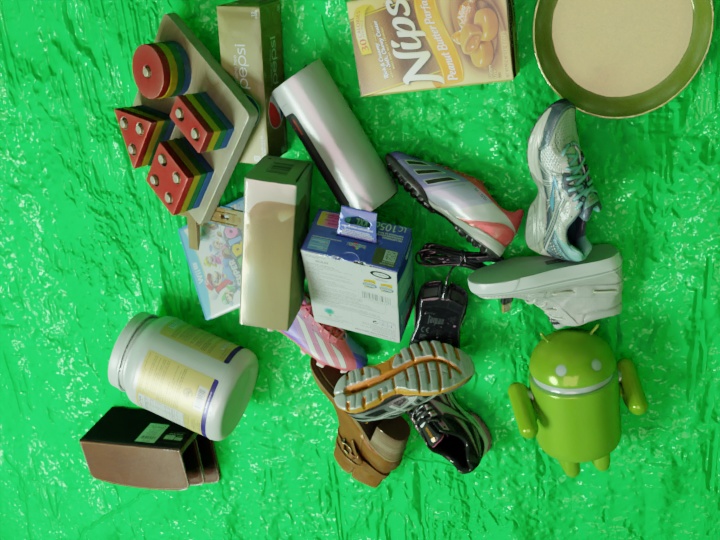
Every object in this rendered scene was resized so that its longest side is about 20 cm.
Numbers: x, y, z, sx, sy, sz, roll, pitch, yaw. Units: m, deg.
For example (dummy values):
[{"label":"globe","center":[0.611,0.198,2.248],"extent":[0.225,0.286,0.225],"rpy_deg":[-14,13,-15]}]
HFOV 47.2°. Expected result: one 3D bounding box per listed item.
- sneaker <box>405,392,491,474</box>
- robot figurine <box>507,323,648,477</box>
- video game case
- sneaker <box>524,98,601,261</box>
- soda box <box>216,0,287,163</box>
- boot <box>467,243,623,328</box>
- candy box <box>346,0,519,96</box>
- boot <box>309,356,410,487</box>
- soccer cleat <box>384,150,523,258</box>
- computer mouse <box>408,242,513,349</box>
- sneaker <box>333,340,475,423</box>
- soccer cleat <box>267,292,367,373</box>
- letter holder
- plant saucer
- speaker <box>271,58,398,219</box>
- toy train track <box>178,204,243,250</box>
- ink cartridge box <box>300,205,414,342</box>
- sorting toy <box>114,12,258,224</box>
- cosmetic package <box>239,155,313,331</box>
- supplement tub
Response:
[{"label":"sneaker","center":[0.107,0.210,1.186],"extent":[0.199,0.086,0.081],"rpy_deg":[38,118,2]},{"label":"robot figurine","center":[0.282,0.167,1.085],"extent":[0.171,0.116,0.205],"rpy_deg":[-10,111,1]},{"label":"video game case","center":[-0.169,-0.028,1.199],"extent":[0.197,0.018,0.146],"rpy_deg":[-22,85,27]},{"label":"sneaker","center":[0.253,-0.105,0.988],"extent":[0.086,0.077,0.204],"rpy_deg":[30,136,46]},{"label":"soda box","center":[-0.141,-0.249,1.091],"extent":[0.062,0.068,0.205],"rpy_deg":[6,114,18]},{"label":"boot","center":[0.240,0.034,1.055],"extent":[0.195,0.074,0.098],"rpy_deg":[-9,112,9]},{"label":"candy box","center":[0.089,-0.283,0.998],"extent":[0.195,0.055,0.118],"rpy_deg":[-2,112,21]},{"label":"boot","center":[-0.015,0.230,1.257],"extent":[0.198,0.077,0.157],"rpy_deg":[37,138,14]},{"label":"soccer cleat","center":[0.120,-0.102,1.069],"extent":[0.199,0.068,0.074],"rpy_deg":[39,91,10]},{"label":"computer mouse","center":[0.138,0.054,1.137],"extent":[0.136,0.046,0.205],"rpy_deg":[4,115,4]},{"label":"sneaker","center":[0.064,0.158,1.136],"extent":[0.195,0.080,0.078],"rpy_deg":[-15,140,11]},{"label":"soccer cleat","center":[-0.072,0.079,1.211],"extent":[0.197,0.067,0.078],"rpy_deg":[29,115,9]},{"label":"letter holder","center":[-0.352,0.326,1.399],"extent":[0.195,0.101,0.146],"rpy_deg":[1,115,20]},{"label":"plant saucer","center":[0.296,-0.278,0.939],"extent":[0.195,0.031,0.205],"rpy_deg":[7,114,17]},{"label":"speaker","center":[-0.033,-0.170,1.078],"extent":[0.080,0.081,0.202],"rpy_deg":[-27,102,27]},{"label":"toy train track","center":[-0.206,-0.084,1.172],"extent":[0.197,0.032,0.118],"rpy_deg":[14,110,45]},{"label":"ink cartridge box","center":[0.000,0.000,1.092],"extent":[0.133,0.078,0.202],"rpy_deg":[13,148,14]},{"label":"sorting toy","center":[-0.251,-0.197,1.102],"extent":[0.200,0.069,0.201],"rpy_deg":[50,131,18]},{"label":"cosmetic package","center":[-0.110,-0.036,1.080],"extent":[0.069,0.106,0.205],"rpy_deg":[8,116,6]},{"label":"supplement tub","center":[-0.271,0.158,1.270],"extent":[0.196,0.146,0.148],"rpy_deg":[22,118,10]}]
